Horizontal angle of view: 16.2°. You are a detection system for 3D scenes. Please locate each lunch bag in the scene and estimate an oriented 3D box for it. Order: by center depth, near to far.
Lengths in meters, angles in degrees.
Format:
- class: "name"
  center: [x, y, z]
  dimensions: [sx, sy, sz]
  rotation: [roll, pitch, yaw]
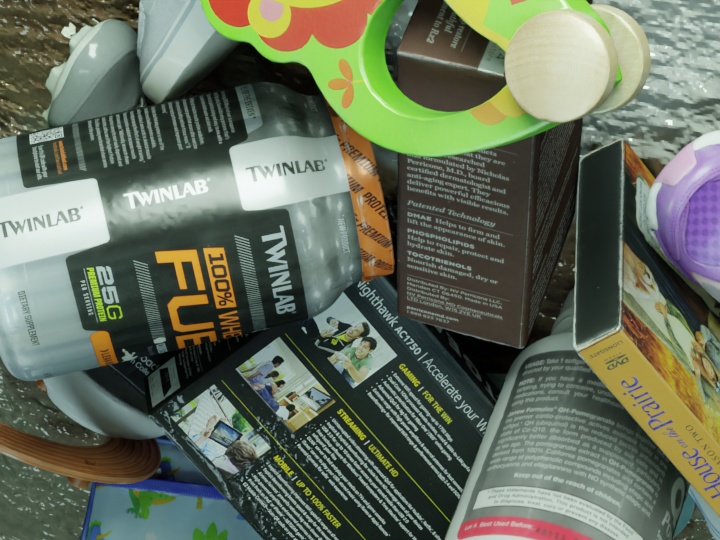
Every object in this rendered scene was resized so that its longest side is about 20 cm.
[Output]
- class: "lunch bag"
  center: [-0.078, 0.182, 1.565]
  dimensions: [0.200, 0.161, 0.082]
  rotation: [6, 166, 22]

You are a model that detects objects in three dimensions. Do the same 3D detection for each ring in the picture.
- class: "ring"
  center: [-0.211, 0.076, 1.506]
  dimensions: [0.200, 0.200, 0.019]
  rotation: [27, 103, -5]

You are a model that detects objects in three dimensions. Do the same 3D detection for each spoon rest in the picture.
- class: "spoon rest"
  center: [-0.189, 0.037, 1.512]
  dimensions: [0.200, 0.099, 0.061]
  rotation: [31, 99, 2]

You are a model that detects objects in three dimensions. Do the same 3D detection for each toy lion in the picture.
- class: "toy lion"
  center: [0.008, -0.142, 1.097]
  dimensions: [0.192, 0.069, 0.200]
  rotation: [-16, 92, 25]

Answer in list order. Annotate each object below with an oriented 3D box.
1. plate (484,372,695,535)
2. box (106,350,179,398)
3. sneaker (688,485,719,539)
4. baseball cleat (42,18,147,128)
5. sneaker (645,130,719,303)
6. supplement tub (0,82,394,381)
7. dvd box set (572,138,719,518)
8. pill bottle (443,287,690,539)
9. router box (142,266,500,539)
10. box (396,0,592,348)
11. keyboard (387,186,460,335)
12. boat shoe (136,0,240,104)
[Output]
- class: "plate"
  center: [0.097, 0.126, 1.495]
  dimensions: [0.200, 0.026, 0.200]
  rotation: [11, 146, 8]
- class: "box"
  center: [-0.119, 0.048, 1.458]
  dimensions: [0.200, 0.036, 0.143]
  rotation: [41, 180, -24]
- class: "sneaker"
  center: [0.245, 0.148, 1.435]
  dimensions: [0.200, 0.075, 0.087]
  rotation: [47, 161, -32]
- class: "baseball cleat"
  center: [-0.116, -0.057, 1.353]
  dimensions: [0.106, 0.070, 0.200]
  rotation: [36, 157, 11]
- class: "sneaker"
  center: [0.217, 0.014, 1.229]
  dimensions: [0.080, 0.088, 0.200]
  rotation: [-40, 122, 8]
- class: "supplement tub"
  center: [-0.090, -0.023, 1.260]
  dimensions: [0.200, 0.123, 0.123]
  rotation: [-13, 139, -3]
- class: "dvd box set"
  center: [0.172, 0.049, 1.268]
  dimensions: [0.029, 0.146, 0.200]
  rotation: [-26, 123, 26]
- class: "pill bottle"
  center: [0.117, 0.102, 1.319]
  dimensions: [0.111, 0.200, 0.111]
  rotation: [15, 144, 11]
- class: "router box"
  center: [0.001, 0.094, 1.389]
  dimensions: [0.149, 0.051, 0.200]
  rotation: [-36, 114, 9]
- class: "box"
  center: [0.063, -0.064, 1.223]
  dimensions: [0.075, 0.100, 0.200]
  rotation: [16, 143, 11]
- class: "keyboard"
  center: [0.000, 0.000, 1.410]
  dimensions: [0.127, 0.021, 0.200]
  rotation: [3, 141, 27]
- class: "boat shoe"
  center: [-0.079, -0.153, 1.223]
  dimensions: [0.069, 0.072, 0.200]
  rotation: [44, 152, 8]
